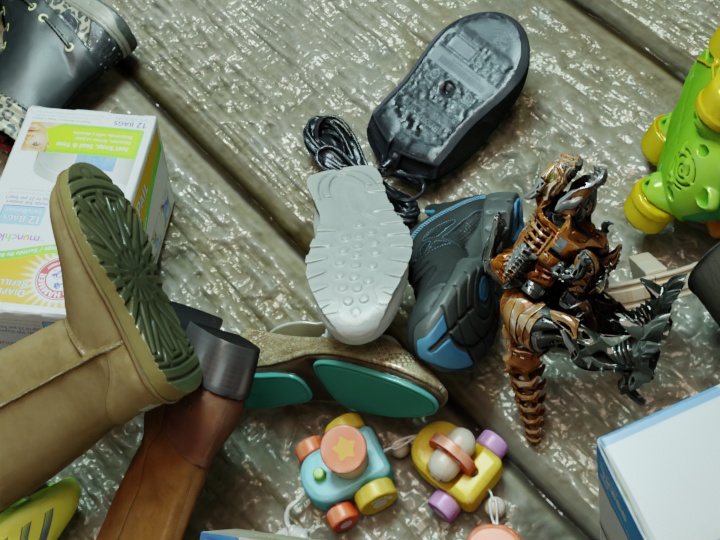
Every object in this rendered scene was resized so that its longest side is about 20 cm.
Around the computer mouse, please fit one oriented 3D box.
[{"bbox_3d":[0.060,-0.128,0.997,0.200,0.053,0.139,-43,63,0],"label":"computer mouse"}]

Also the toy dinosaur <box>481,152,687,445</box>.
[{"bbox_3d":[0.144,0.024,0.821,0.134,0.202,0.103,18,48,16],"label":"toy dinosaur"}]

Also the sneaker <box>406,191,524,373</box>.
[{"bbox_3d":[0.063,0.008,0.881,0.081,0.074,0.200,1,28,21],"label":"sneaker"}]

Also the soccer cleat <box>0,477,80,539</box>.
[{"bbox_3d":[-0.268,0.232,0.858,0.200,0.065,0.084,-44,92,-19],"label":"soccer cleat"}]

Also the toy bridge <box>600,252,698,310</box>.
[{"bbox_3d":[0.212,0.007,0.877,0.197,0.067,0.028,-14,100,4],"label":"toy bridge"}]

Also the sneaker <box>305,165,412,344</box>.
[{"bbox_3d":[0.000,0.000,0.871,0.075,0.082,0.201,-3,32,1],"label":"sneaker"}]

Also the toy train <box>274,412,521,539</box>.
[{"bbox_3d":[0.032,0.168,0.827,0.197,0.056,0.152,8,62,15],"label":"toy train"}]

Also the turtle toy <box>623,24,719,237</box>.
[{"bbox_3d":[0.280,-0.108,0.897,0.100,0.146,0.201,27,49,0],"label":"turtle toy"}]

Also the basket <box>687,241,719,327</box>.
[{"bbox_3d":[0.335,0.062,0.785,0.178,0.137,0.202,-11,61,-19],"label":"basket"}]

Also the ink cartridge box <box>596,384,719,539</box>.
[{"bbox_3d":[0.222,0.146,0.718,0.143,0.201,0.084,-24,56,-3],"label":"ink cartridge box"}]

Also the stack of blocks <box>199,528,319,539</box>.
[{"bbox_3d":[-0.010,0.237,0.772,0.197,0.058,0.117,4,82,20],"label":"stack of blocks"}]

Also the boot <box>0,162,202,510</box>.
[{"bbox_3d":[-0.221,0.050,0.804,0.198,0.066,0.177,-28,81,23],"label":"boot"}]

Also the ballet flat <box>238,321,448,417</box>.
[{"bbox_3d":[-0.022,0.064,0.870,0.197,0.071,0.066,1,50,30],"label":"ballet flat"}]

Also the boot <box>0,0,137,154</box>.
[{"bbox_3d":[-0.319,-0.197,1.096,0.202,0.074,0.155,27,72,25],"label":"boot"}]

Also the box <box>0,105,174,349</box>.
[{"bbox_3d":[-0.223,-0.017,0.933,0.111,0.102,0.202,5,53,6],"label":"box"}]

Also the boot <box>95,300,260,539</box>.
[{"bbox_3d":[-0.147,0.128,0.868,0.188,0.068,0.203,24,94,54],"label":"boot"}]
